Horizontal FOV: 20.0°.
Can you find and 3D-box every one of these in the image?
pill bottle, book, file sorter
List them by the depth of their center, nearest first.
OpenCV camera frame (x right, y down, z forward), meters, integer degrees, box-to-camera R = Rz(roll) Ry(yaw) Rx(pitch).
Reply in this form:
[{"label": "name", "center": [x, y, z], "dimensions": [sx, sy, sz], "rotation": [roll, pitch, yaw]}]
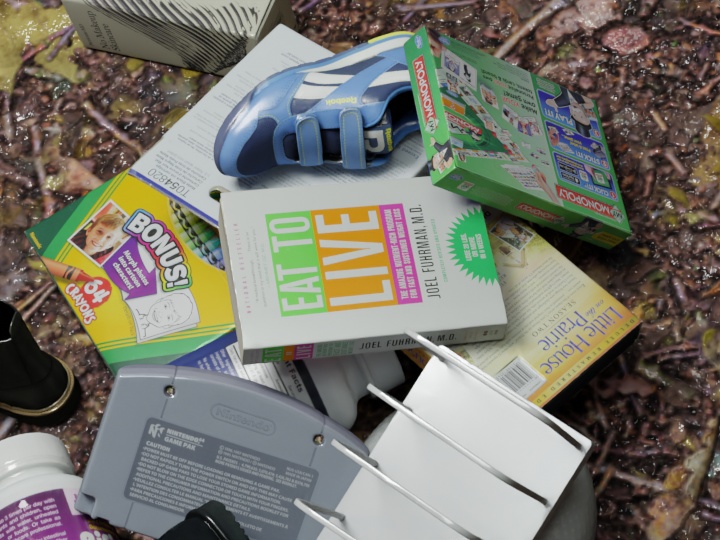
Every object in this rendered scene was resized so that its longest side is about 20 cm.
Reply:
[{"label": "file sorter", "center": [0.044, 0.162, 1.430], "dimensions": [0.138, 0.124, 0.201], "rotation": [32, 89, 23]}, {"label": "book", "center": [0.000, 0.000, 1.534], "dimensions": [0.198, 0.048, 0.135], "rotation": [-6, 59, -10]}, {"label": "pill bottle", "center": [-0.234, 0.227, 1.555], "dimensions": [0.112, 0.113, 0.201], "rotation": [-24, 58, -3]}, {"label": "pill bottle", "center": [-0.070, 0.095, 1.601], "dimensions": [0.199, 0.111, 0.111], "rotation": [-26, 57, -5]}]

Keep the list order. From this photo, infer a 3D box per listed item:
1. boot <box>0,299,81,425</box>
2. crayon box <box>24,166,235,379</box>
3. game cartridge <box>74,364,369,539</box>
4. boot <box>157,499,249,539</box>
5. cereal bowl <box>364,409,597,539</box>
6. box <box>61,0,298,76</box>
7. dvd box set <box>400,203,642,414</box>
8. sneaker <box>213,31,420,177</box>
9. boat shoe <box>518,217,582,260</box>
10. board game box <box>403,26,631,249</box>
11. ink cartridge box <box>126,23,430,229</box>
[{"label": "boot", "center": [-0.337, 0.053, 1.667], "dimensions": [0.198, 0.139, 0.078], "rotation": [6, 61, 17]}, {"label": "crayon box", "center": [-0.160, 0.001, 1.707], "dimensions": [0.172, 0.058, 0.200], "rotation": [-33, 57, -8]}, {"label": "game cartridge", "center": [-0.101, 0.147, 1.525], "dimensions": [0.198, 0.041, 0.134], "rotation": [19, 104, -6]}, {"label": "boot", "center": [-0.118, 0.280, 1.439], "dimensions": [0.168, 0.077, 0.201], "rotation": [-31, 77, -31]}, {"label": "cereal bowl", "center": [0.078, 0.172, 1.540], "dimensions": [0.198, 0.084, 0.201], "rotation": [-6, 58, 10]}, {"label": "box", "center": [-0.162, -0.231, 1.838], "dimensions": [0.198, 0.082, 0.069], "rotation": [12, 63, 20]}, {"label": "dvd box set", "center": [0.095, 0.025, 1.564], "dimensions": [0.146, 0.029, 0.200], "rotation": [-38, 65, -24]}, {"label": "sneaker", "center": [-0.020, -0.118, 1.598], "dimensions": [0.199, 0.074, 0.082], "rotation": [-25, 58, -13]}, {"label": "boat shoe", "center": [0.124, -0.015, 1.652], "dimensions": [0.070, 0.070, 0.200], "rotation": [28, 67, 22]}, {"label": "board game box", "center": [0.125, -0.103, 1.607], "dimensions": [0.029, 0.199, 0.136], "rotation": [-35, 51, 37]}, {"label": "ink cartridge box", "center": [-0.052, -0.088, 1.649], "dimensions": [0.199, 0.041, 0.200], "rotation": [32, 62, 25]}]
